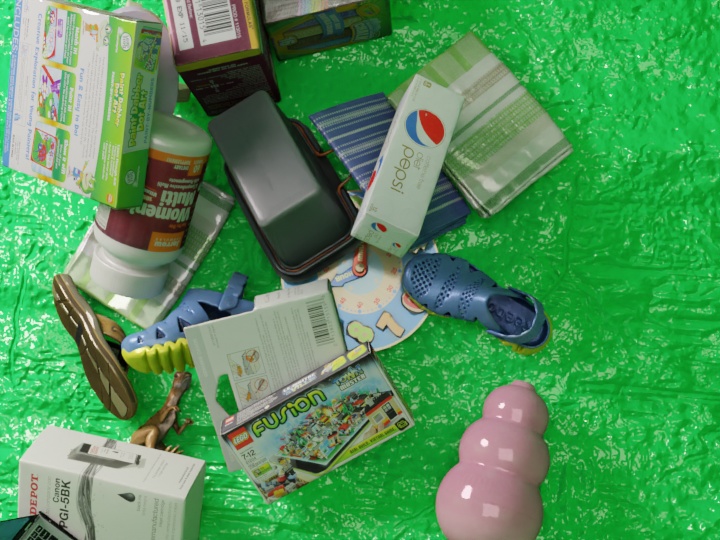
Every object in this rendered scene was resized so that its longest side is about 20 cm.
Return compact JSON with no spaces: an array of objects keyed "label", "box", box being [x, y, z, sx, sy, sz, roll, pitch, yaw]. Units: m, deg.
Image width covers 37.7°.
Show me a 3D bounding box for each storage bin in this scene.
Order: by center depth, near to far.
[{"label":"storage bin","box":[-0.088,-0.112,1.242,0.145,0.134,0.201,-30,68,2]}]

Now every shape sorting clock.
[{"label":"shape sorting clock","box":[0.000,0.000,1.293,0.198,0.039,0.202,-1,82,4]}]

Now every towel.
[{"label":"towel","box":[0.038,-0.122,1.273,0.201,0.144,0.024,54,132,9]},{"label":"towel","box":[0.147,-0.180,1.305,0.149,0.031,0.200,-37,80,-11]},{"label":"towel","box":[-0.266,-0.041,1.319,0.148,0.031,0.201,30,85,8]}]

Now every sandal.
[{"label":"sandal","box":[0.143,0.034,1.246,0.198,0.087,0.080,22,84,-1]},{"label":"sandal","box":[-0.191,0.062,1.258,0.198,0.080,0.088,-17,71,-25]},{"label":"sandal","box":[-0.313,0.085,1.278,0.054,0.080,0.201,-19,68,-34]}]

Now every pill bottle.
[{"label":"pill bottle","box":[-0.249,-0.076,1.228,0.109,0.110,0.202,22,111,6]}]

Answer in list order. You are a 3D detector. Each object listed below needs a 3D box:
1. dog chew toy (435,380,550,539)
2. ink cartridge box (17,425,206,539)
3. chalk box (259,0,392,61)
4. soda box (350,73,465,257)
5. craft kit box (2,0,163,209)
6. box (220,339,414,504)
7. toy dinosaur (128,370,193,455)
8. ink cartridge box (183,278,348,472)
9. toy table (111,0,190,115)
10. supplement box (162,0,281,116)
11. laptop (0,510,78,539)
[{"label":"dog chew toy","box":[0.162,0.225,1.213,0.123,0.125,0.202,17,76,6]},{"label":"ink cartridge box","box":[-0.290,0.279,1.219,0.198,0.083,0.148,11,112,5]},{"label":"chalk box","box":[-0.027,-0.357,1.305,0.198,0.124,0.126,-12,80,1]},{"label":"soda box","box":[0.055,-0.121,1.205,0.068,0.064,0.201,23,63,-7]},{"label":"craft kit box","box":[-0.311,-0.190,1.161,0.196,0.048,0.202,21,109,33]},{"label":"box","box":[-0.050,0.176,1.215,0.199,0.035,0.111,-30,110,6]},{"label":"toy dinosaur","box":[-0.262,0.212,1.278,0.200,0.061,0.106,-44,54,-7]},{"label":"ink cartridge box","box":[-0.095,0.126,1.233,0.172,0.044,0.202,-13,111,2]},{"label":"toy table","box":[-0.288,-0.225,1.272,0.183,0.117,0.201,23,107,-24]},{"label":"supplement box","box":[-0.165,-0.282,1.261,0.102,0.200,0.132,-12,81,1]},{"label":"laptop","box":[-0.402,0.371,1.168,0.200,0.116,0.187,39,114,-7]}]
